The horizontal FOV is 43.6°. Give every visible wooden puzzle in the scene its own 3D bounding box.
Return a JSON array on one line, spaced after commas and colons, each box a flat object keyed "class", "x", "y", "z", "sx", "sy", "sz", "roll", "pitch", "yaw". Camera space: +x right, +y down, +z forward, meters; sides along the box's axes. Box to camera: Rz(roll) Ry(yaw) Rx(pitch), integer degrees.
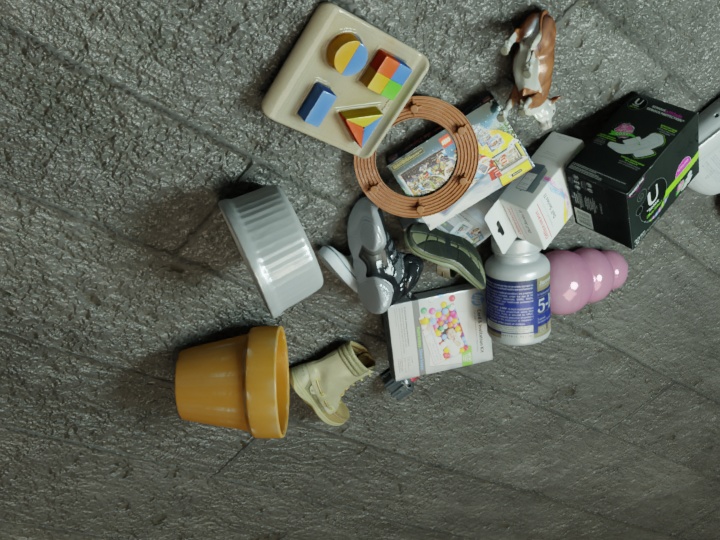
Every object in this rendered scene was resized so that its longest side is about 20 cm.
[{"class": "wooden puzzle", "x": -0.016, "y": -0.263, "z": 1.302, "sx": 0.200, "sy": 0.046, "sz": 0.185, "roll": 20, "pitch": 115, "yaw": -35}]

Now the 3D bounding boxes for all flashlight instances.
[{"class": "flashlight", "x": 0.141, "y": 0.193, "z": 1.831, "sx": 0.200, "sy": 0.068, "sz": 0.068, "roll": -38, "pitch": 130, "yaw": 15}]

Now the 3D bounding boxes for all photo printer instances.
[{"class": "photo printer", "x": 0.654, "y": -0.229, "z": 1.609, "sx": 0.200, "sy": 0.070, "sz": 0.166, "roll": -42, "pitch": 134, "yaw": 21}]

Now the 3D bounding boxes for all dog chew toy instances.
[{"class": "dog chew toy", "x": 0.428, "y": 0.012, "z": 1.730, "sx": 0.200, "sy": 0.125, "sz": 0.125, "roll": -13, "pitch": 137, "yaw": -21}]

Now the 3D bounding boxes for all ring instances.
[{"class": "ring", "x": 0.089, "y": -0.174, "z": 1.415, "sx": 0.200, "sy": 0.019, "sz": 0.201, "roll": -1, "pitch": 114, "yaw": -2}]

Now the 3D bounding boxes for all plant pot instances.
[{"class": "plant pot", "x": -0.229, "y": 0.201, "z": 1.614, "sx": 0.183, "sy": 0.200, "sz": 0.200, "roll": -2, "pitch": 136, "yaw": 2}]

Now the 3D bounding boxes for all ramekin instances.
[{"class": "ramekin", "x": -0.136, "y": -0.036, "z": 1.397, "sx": 0.098, "sy": 0.201, "sz": 0.201, "roll": -26, "pitch": 138, "yaw": -7}]

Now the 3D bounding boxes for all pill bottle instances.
[{"class": "pill bottle", "x": 0.287, "y": 0.024, "z": 1.647, "sx": 0.119, "sy": 0.120, "sz": 0.200, "roll": -10, "pitch": 112, "yaw": -12}]

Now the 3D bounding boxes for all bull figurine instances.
[{"class": "bull figurine", "x": 0.259, "y": -0.293, "z": 1.372, "sx": 0.121, "sy": 0.065, "sz": 0.200, "roll": -48, "pitch": 143, "yaw": -37}]

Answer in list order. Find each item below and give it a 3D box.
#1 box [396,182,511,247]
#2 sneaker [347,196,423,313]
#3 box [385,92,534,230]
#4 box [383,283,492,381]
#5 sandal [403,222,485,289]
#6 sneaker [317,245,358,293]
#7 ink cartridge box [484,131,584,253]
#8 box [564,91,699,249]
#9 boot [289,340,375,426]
[{"class": "box", "x": 0.186, "y": -0.111, "z": 1.561, "sx": 0.200, "sy": 0.041, "sz": 0.156, "roll": -40, "pitch": 135, "yaw": 20}, {"class": "sneaker", "x": 0.044, "y": -0.034, "z": 1.538, "sx": 0.114, "sy": 0.075, "sz": 0.201, "roll": -18, "pitch": 106, "yaw": -42}, {"class": "box", "x": 0.160, "y": -0.174, "z": 1.451, "sx": 0.200, "sy": 0.038, "sz": 0.137, "roll": -31, "pitch": 112, "yaw": 11}, {"class": "box", "x": 0.148, "y": 0.115, "z": 1.718, "sx": 0.200, "sy": 0.041, "sz": 0.156, "roll": -11, "pitch": 109, "yaw": -13}, {"class": "sandal", "x": 0.144, "y": -0.024, "z": 1.557, "sx": 0.201, "sy": 0.080, "sz": 0.057, "roll": 27, "pitch": 137, "yaw": -32}, {"class": "sneaker", "x": 0.000, "y": 0.000, "z": 1.589, "sx": 0.071, "sy": 0.073, "sz": 0.200, "roll": -51, "pitch": 136, "yaw": -2}, {"class": "ink cartridge box", "x": 0.306, "y": -0.120, "z": 1.518, "sx": 0.200, "sy": 0.067, "sz": 0.117, "roll": -50, "pitch": 138, "yaw": -12}, {"class": "box", "x": 0.455, "y": -0.167, "z": 1.497, "sx": 0.200, "sy": 0.124, "sz": 0.149, "roll": -46, "pitch": 141, "yaw": -16}, {"class": "boot", "x": -0.032, "y": 0.224, "z": 1.787, "sx": 0.155, "sy": 0.073, "sz": 0.200, "roll": -29, "pitch": 132, "yaw": 11}]
